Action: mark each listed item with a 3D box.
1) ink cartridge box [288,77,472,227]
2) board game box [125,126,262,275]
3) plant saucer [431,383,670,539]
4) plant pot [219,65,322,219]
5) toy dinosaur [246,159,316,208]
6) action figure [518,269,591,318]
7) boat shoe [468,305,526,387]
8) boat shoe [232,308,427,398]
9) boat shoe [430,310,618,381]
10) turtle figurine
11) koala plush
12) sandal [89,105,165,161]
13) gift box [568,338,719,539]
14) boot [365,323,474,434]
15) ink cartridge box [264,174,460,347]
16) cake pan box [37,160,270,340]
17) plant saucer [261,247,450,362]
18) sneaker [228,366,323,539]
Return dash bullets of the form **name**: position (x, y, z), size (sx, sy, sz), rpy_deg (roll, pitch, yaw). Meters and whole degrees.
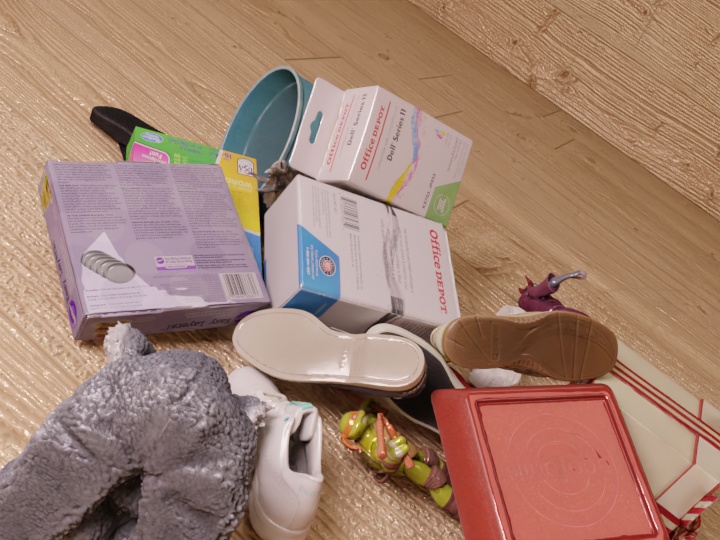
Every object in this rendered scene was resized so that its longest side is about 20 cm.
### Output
- **ink cartridge box**: position (0.027, -0.135, 0.939), size (0.200, 0.117, 0.067), rpy_deg (21, -6, -36)
- **board game box**: position (-0.190, -0.061, 0.919), size (0.153, 0.040, 0.200), rpy_deg (12, 49, -26)
- **plant saucer**: position (0.182, 0.188, 0.750), size (0.199, 0.037, 0.200), rpy_deg (0, 54, -16)
- **plant pot**: position (-0.066, -0.144, 1.101), size (0.188, 0.200, 0.200), rpy_deg (22, 29, -34)
- **toy dinosaur**: position (-0.052, -0.063, 0.981), size (0.200, 0.102, 0.077), rpy_deg (62, -9, -28)
- **action figure**: position (0.292, 0.080, 1.235), size (0.149, 0.134, 0.200), rpy_deg (-29, 39, -12)
- **boat shoe**: position (0.180, 0.095, 1.084), size (0.069, 0.071, 0.200), rpy_deg (33, 29, -4)
- **boat shoe**: position (-0.030, 0.089, 0.797), size (0.200, 0.063, 0.073), rpy_deg (9, 64, 19)
- **boat shoe**: position (0.175, 0.074, 0.858), size (0.200, 0.073, 0.063), rpy_deg (8, -2, -14)
- **turtle figurine**: position (0.039, 0.182, 0.792), size (0.161, 0.064, 0.200), rpy_deg (33, -2, -13)
- **koala plush**: position (-0.148, 0.121, 0.619), size (0.177, 0.184, 0.200), rpy_deg (30, 16, -6)
- **sandal**: position (-0.280, -0.155, 1.051), size (0.200, 0.048, 0.075), rpy_deg (36, 26, 34)
- **gift box**: position (0.309, 0.203, 0.916), size (0.187, 0.200, 0.185), rpy_deg (39, 33, 9)
- **boot**: position (0.075, 0.125, 0.894), size (0.200, 0.072, 0.144), rpy_deg (40, 2, -9)
- **ink cartridge box**: position (0.000, 0.000, 0.894), size (0.200, 0.084, 0.145), rpy_deg (16, 51, -29)
- **cake pan box**: position (-0.203, -0.027, 0.816), size (0.200, 0.052, 0.184), rpy_deg (-5, 60, -36)
- **plant saucer**: position (-0.015, 0.057, 0.970), size (0.200, 0.048, 0.200), rpy_deg (1, 42, -45)
- **sneaker**: position (-0.070, 0.142, 0.730), size (0.075, 0.089, 0.200), rpy_deg (13, 28, -31)
